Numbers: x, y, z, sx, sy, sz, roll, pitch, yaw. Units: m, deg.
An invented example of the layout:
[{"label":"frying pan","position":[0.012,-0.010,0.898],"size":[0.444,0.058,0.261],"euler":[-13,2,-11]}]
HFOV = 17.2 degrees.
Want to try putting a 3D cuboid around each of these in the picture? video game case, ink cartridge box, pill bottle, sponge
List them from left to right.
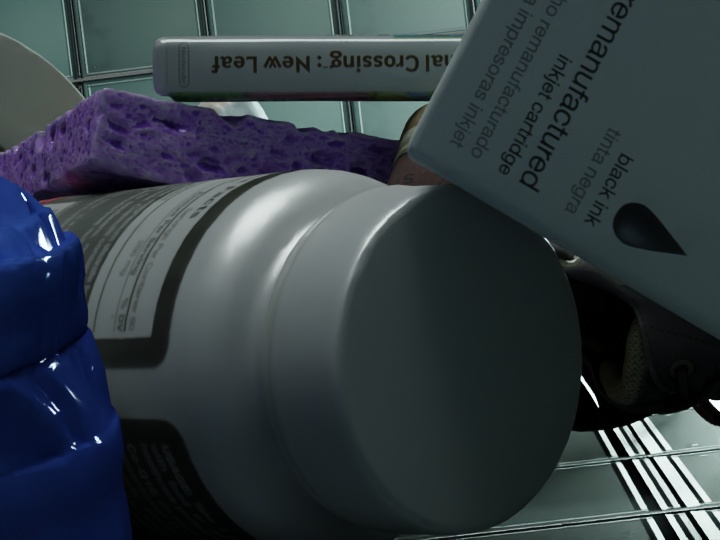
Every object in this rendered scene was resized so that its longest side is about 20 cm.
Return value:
[{"label":"sponge","position":[-0.069,-0.029,0.865],"size":[0.111,0.030,0.200],"euler":[8,-7,-21]},{"label":"pill bottle","position":[-0.035,0.029,0.725],"size":[0.113,0.115,0.199],"euler":[-9,4,-41]},{"label":"video game case","position":[0.020,-0.071,0.864],"size":[0.181,0.022,0.200],"euler":[0,3,-2]},{"label":"ink cartridge box","position":[0.136,-0.046,0.633],"size":[0.199,0.147,0.083],"euler":[30,14,10]}]

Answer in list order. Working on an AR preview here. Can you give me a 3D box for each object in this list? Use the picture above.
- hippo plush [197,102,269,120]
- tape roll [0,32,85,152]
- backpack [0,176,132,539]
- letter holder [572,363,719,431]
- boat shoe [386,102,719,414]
[{"label":"hippo plush","position":[-0.075,0.012,1.342],"size":[0.199,0.160,0.161],"euler":[34,30,4]},{"label":"tape roll","position":[-0.225,-0.012,1.124],"size":[0.202,0.204,0.139],"euler":[-8,3,-30]},{"label":"backpack","position":[-0.148,0.030,0.470],"size":[0.198,0.169,0.163],"euler":[-3,9,3]},{"label":"letter holder","position":[0.087,0.022,0.924],"size":[0.100,0.142,0.200],"euler":[-39,-10,19]},{"label":"boat shoe","position":[0.095,0.015,0.767],"size":[0.199,0.065,0.072],"euler":[27,-25,-2]}]
